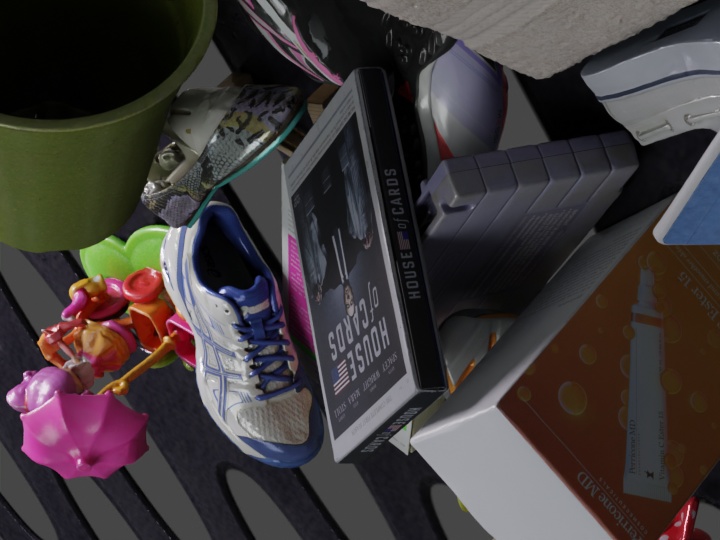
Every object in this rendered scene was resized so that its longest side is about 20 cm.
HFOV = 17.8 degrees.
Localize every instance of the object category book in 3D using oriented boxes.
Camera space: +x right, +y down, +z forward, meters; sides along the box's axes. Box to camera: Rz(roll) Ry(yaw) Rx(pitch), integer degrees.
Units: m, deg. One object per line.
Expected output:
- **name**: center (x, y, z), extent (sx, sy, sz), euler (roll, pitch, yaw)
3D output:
- **book**: center (0.001, 0.020, 1.590), extent (0.134, 0.048, 0.200), euler (33, 146, 24)

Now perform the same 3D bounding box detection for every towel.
- **towel**: center (0.104, -0.160, 1.219), extent (0.132, 0.035, 0.200), euler (22, 153, -27)

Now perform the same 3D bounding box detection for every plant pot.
- **plant pot**: center (-0.193, -0.112, 1.444), extent (0.200, 0.200, 0.190), euler (34, 150, 15)

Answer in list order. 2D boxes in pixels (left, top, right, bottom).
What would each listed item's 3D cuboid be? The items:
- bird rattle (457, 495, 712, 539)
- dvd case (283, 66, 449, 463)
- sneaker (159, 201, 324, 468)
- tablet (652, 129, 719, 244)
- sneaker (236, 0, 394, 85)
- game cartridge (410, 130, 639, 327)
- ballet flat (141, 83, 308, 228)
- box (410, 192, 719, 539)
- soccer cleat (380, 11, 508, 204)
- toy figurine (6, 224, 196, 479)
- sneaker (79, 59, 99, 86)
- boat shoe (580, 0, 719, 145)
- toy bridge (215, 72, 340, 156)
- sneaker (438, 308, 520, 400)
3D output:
- **bird rattle**: center (0.147, 0.210, 1.554), extent (0.200, 0.163, 0.113), euler (31, 165, 35)
- **dvd case**: center (0.000, 0.000, 1.380), extent (0.150, 0.025, 0.200), euler (132, 131, -62)
- **sneaker**: center (-0.083, 0.046, 1.630), extent (0.200, 0.075, 0.088), euler (62, 158, 7)
- **tablet**: center (0.241, -0.068, 1.183), extent (0.200, 0.130, 0.014), euler (115, 150, -57)
- **sneaker**: center (-0.061, -0.187, 1.398), extent (0.200, 0.080, 0.086), euler (57, 159, -8)
- **game cartridge**: center (0.076, -0.020, 1.394), extent (0.038, 0.130, 0.200), euler (66, 152, 19)
- **ballet flat**: center (-0.103, -0.082, 1.509), extent (0.072, 0.072, 0.200), euler (46, 150, -4)
- **box**: center (0.147, 0.071, 1.343), extent (0.124, 0.200, 0.097), euler (48, 147, -8)
- **soccer cleat**: center (0.056, -0.123, 1.363), extent (0.068, 0.073, 0.200), euler (40, 136, 46)
- **toy figurine**: center (-0.194, 0.072, 1.731), extent (0.200, 0.184, 0.150), euler (20, 141, 33)
- **sneaker**: center (-0.189, -0.195, 1.530), extent (0.115, 0.075, 0.200), euler (42, 152, 0)
- **boat shoe**: center (0.202, -0.096, 1.212), extent (0.086, 0.075, 0.202), euler (53, 149, -14)
- **toy bridge**: center (-0.014, -0.089, 1.498), extent (0.200, 0.027, 0.067), euler (11, 135, 42)
- **sneaker**: center (0.088, 0.064, 1.461), extent (0.077, 0.078, 0.200), euler (37, -179, 31)
